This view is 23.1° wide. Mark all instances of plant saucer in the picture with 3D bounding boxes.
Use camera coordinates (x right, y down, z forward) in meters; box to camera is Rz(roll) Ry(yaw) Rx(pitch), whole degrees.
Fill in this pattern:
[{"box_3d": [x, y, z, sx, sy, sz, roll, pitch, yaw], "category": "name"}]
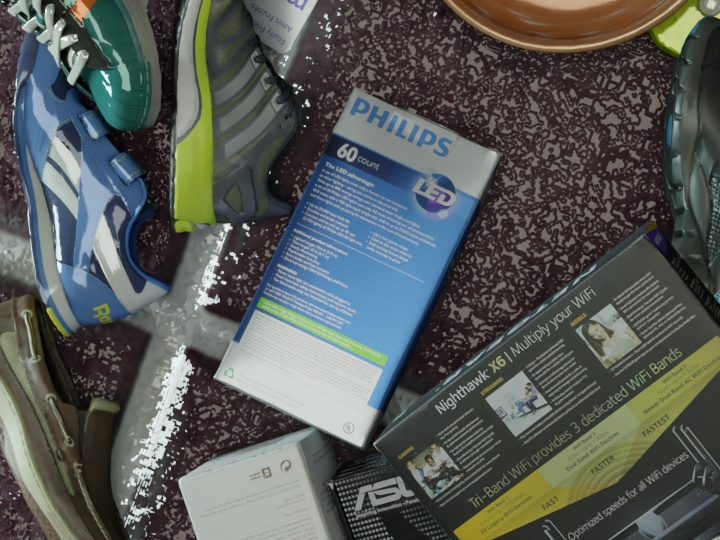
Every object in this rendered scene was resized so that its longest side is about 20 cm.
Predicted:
[{"box_3d": [0.126, -0.229, 1.061, 0.200, 0.037, 0.201, 0, 87, 10], "category": "plant saucer"}]

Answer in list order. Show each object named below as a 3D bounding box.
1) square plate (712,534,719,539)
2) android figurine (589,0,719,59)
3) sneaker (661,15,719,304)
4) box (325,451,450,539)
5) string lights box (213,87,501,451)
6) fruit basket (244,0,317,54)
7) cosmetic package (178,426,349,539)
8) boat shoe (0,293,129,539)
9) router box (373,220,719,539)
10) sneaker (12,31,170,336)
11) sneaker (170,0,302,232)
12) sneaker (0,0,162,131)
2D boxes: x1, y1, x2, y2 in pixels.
[{"box_3d": [0.214, 0.273, 1.104, 0.200, 0.028, 0.198, -22, 89, 8], "category": "square plate"}, {"box_3d": [0.212, -0.213, 1.085, 0.182, 0.041, 0.200, -28, 86, 8], "category": "android figurine"}, {"box_3d": [0.220, -0.050, 1.040, 0.082, 0.073, 0.200, 1, 84, 6], "category": "sneaker"}, {"box_3d": [0.104, 0.184, 1.065, 0.200, 0.048, 0.194, -17, 100, 16], "category": "box"}, {"box_3d": [0.000, 0.000, 1.092, 0.103, 0.059, 0.200, 25, 84, 6], "category": "string lights box"}, {"box_3d": [-0.077, -0.266, 1.096, 0.185, 0.094, 0.200, 33, 99, 5], "category": "fruit basket"}, {"box_3d": [-0.034, 0.206, 1.097, 0.085, 0.108, 0.200, -17, 88, 7], "category": "cosmetic package"}, {"box_3d": [-0.188, 0.107, 1.132, 0.075, 0.075, 0.203, -31, 87, 2], "category": "boat shoe"}, {"box_3d": [0.133, 0.095, 0.989, 0.200, 0.052, 0.157, -38, 90, 17], "category": "router box"}, {"box_3d": [-0.174, -0.062, 1.126, 0.082, 0.074, 0.200, -10, 93, 3], "category": "sneaker"}, {"box_3d": [-0.076, -0.119, 1.094, 0.081, 0.074, 0.200, 1, 117, -8], "category": "sneaker"}, {"box_3d": [-0.190, -0.169, 1.079, 0.080, 0.071, 0.200, -18, 76, -30], "category": "sneaker"}]
